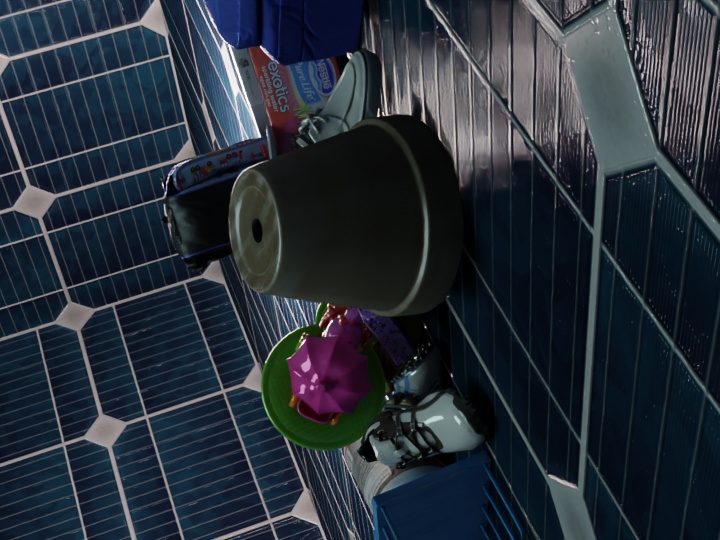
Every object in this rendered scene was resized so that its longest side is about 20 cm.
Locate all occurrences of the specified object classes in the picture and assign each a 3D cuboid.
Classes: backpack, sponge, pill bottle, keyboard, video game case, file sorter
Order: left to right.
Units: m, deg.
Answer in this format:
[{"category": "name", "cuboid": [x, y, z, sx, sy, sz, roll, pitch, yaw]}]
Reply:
[{"category": "backpack", "cuboid": [-0.165, -0.088, 1.643, 0.200, 0.181, 0.135, -159, 50, -79]}, {"category": "video game case", "cuboid": [-0.148, -0.257, 1.680, 0.200, 0.024, 0.183, 82, 170, -74]}, {"category": "backpack", "cuboid": [-0.090, -0.331, 1.307, 0.163, 0.167, 0.201, 105, 150, -49]}, {"category": "keyboard", "cuboid": [-0.084, -0.070, 1.383, 0.056, 0.011, 0.201, 79, -179, -50]}, {"category": "sponge", "cuboid": [0.000, 0.000, 1.449, 0.112, 0.030, 0.201, 52, -168, -55]}, {"category": "pill bottle", "cuboid": [0.060, 0.271, 1.638, 0.200, 0.113, 0.115, -124, 19, -56]}, {"category": "file sorter", "cuboid": [0.103, 0.323, 1.441, 0.201, 0.138, 0.123, 85, 160, -51]}]

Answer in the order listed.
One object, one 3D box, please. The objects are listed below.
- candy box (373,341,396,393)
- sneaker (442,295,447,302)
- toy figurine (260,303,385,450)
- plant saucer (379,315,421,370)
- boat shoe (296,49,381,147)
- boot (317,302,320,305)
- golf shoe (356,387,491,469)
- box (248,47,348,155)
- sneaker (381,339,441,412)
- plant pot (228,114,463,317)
[{"category": "candy box", "cuboid": [0.003, 0.111, 1.674, 0.200, 0.056, 0.117, 21, -135, -81]}, {"category": "sneaker", "cuboid": [0.033, -0.044, 1.371, 0.090, 0.075, 0.200, 78, 168, -47]}, {"category": "toy figurine", "cuboid": [-0.024, 0.098, 1.458, 0.184, 0.149, 0.201, 121, 173, -76]}, {"category": "plant saucer", "cuboid": [0.034, 0.022, 1.581, 0.200, 0.035, 0.202, 163, 90, -79]}, {"category": "boat shoe", "cuboid": [-0.032, -0.138, 1.375, 0.071, 0.069, 0.201, -134, 56, -64]}, {"category": "boot", "cuboid": [-0.050, -0.045, 1.666, 0.200, 0.072, 0.183, -39, -71, -78]}, {"category": "golf shoe", "cuboid": [0.066, 0.183, 1.411, 0.078, 0.094, 0.200, 54, 154, -7]}, {"category": "box", "cuboid": [-0.060, -0.214, 1.460, 0.100, 0.095, 0.201, -45, -60, -79]}, {"category": "sneaker", "cuboid": [0.072, 0.146, 1.534, 0.072, 0.072, 0.200, 36, 152, 13]}, {"category": "plant pot", "cuboid": [-0.027, -0.047, 1.246, 0.200, 0.172, 0.202, 21, 114, 58]}]
